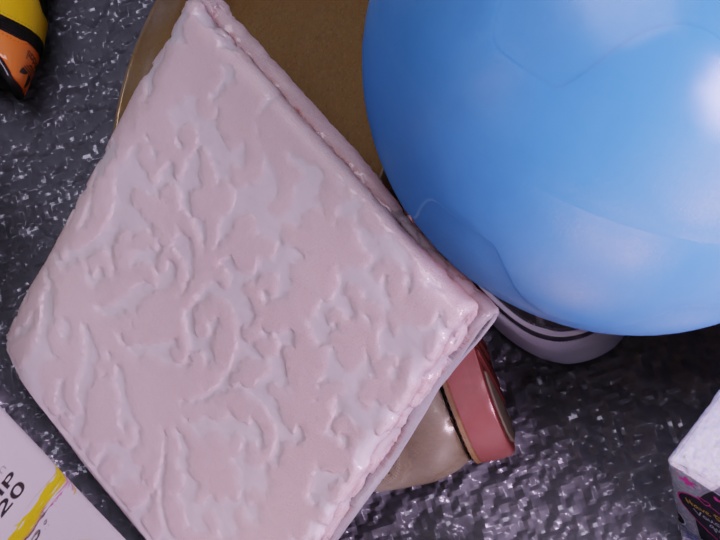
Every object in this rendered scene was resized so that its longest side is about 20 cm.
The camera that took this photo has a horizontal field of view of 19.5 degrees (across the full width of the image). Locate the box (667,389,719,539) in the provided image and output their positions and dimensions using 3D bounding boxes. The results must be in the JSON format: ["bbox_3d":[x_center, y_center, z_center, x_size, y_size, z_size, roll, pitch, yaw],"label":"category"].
[{"bbox_3d":[0.226,0.047,0.806,0.132,0.115,0.200,33,75,23],"label":"box"}]

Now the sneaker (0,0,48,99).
[{"bbox_3d":[-0.247,-0.110,1.005,0.200,0.070,0.090,-6,61,7],"label":"sneaker"}]

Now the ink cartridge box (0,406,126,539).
[{"bbox_3d":[-0.205,0.096,0.824,0.145,0.200,0.147,38,77,25],"label":"ink cartridge box"}]

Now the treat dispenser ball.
[{"bbox_3d":[0.100,-0.076,0.768,0.201,0.201,0.201,-5,64,10],"label":"treat dispenser ball"}]

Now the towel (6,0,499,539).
[{"bbox_3d":[-0.054,0.022,0.861,0.191,0.032,0.200,48,122,25],"label":"towel"}]

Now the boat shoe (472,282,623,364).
[{"bbox_3d":[0.061,-0.055,0.915,0.073,0.068,0.200,-18,63,3],"label":"boat shoe"}]

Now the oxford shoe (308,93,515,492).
[{"bbox_3d":[0.000,0.000,0.903,0.075,0.070,0.200,-23,61,6],"label":"oxford shoe"}]

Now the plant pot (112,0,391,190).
[{"bbox_3d":[-0.039,-0.070,0.917,0.200,0.027,0.200,-17,66,44],"label":"plant pot"}]
